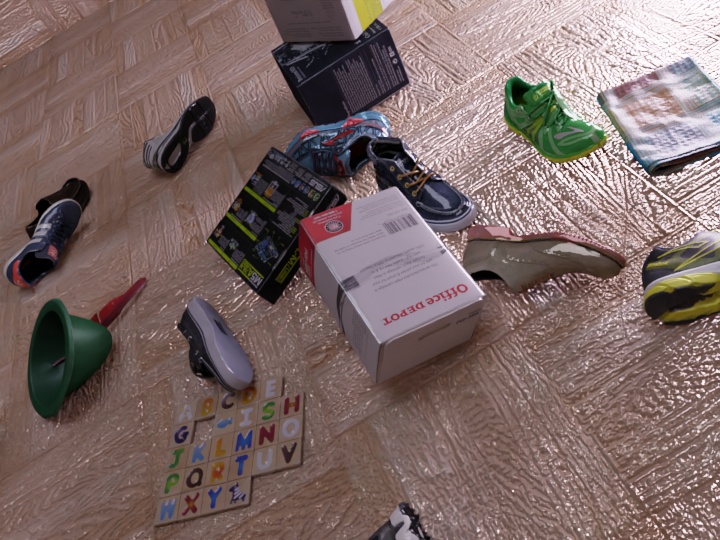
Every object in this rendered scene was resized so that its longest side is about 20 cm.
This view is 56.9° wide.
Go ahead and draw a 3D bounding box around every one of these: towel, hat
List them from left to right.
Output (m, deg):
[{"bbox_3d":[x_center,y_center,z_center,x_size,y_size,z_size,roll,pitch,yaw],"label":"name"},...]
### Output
[{"bbox_3d":[-0.409,0.127,1.056,0.164,0.174,0.205,26,103,42],"label":"hat"},{"bbox_3d":[0.416,-0.211,0.887,0.143,0.022,0.203,-20,42,12],"label":"towel"}]

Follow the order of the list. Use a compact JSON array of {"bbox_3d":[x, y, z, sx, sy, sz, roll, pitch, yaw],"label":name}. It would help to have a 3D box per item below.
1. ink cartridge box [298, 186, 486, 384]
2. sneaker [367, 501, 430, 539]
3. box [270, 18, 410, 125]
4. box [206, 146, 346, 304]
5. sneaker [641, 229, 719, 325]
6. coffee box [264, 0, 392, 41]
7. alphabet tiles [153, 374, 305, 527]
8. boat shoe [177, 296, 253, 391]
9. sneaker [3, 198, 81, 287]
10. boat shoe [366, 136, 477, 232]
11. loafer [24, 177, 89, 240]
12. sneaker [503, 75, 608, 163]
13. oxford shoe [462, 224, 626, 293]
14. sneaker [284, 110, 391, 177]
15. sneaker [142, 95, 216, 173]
[{"bbox_3d":[0.031,0.012,0.787,0.144,0.084,0.201,-20,54,-22],"label":"ink cartridge box"},{"bbox_3d":[0.046,0.307,0.575,0.089,0.067,0.201,-33,37,1],"label":"sneaker"},{"bbox_3d":[-0.041,-0.384,1.253,0.194,0.125,0.201,-33,41,0],"label":"box"},{"bbox_3d":[-0.136,-0.077,1.031,0.199,0.047,0.196,35,92,47],"label":"box"},{"bbox_3d":[0.382,-0.013,0.673,0.195,0.075,0.086,-14,43,18],"label":"sneaker"},{"bbox_3d":[-0.059,-0.555,1.184,0.196,0.202,0.199,15,56,38],"label":"coffee box"},{"bbox_3d":[-0.159,0.217,0.826,0.195,0.008,0.170,-18,43,16],"label":"alphabet tiles"},{"bbox_3d":[-0.211,0.113,0.918,0.067,0.070,0.200,-49,45,4],"label":"boat shoe"},{"bbox_3d":[-0.611,-0.050,1.308,0.083,0.075,0.203,16,69,42],"label":"sneaker"},{"bbox_3d":[0.079,-0.126,0.952,0.071,0.092,0.199,-42,43,-14],"label":"boat shoe"},{"bbox_3d":[-0.640,-0.133,1.403,0.071,0.072,0.203,-11,45,21],"label":"loafer"},{"bbox_3d":[0.262,-0.216,0.936,0.073,0.084,0.200,-35,42,-7],"label":"sneaker"},{"bbox_3d":[0.211,-0.003,0.787,0.196,0.070,0.076,8,74,40],"label":"oxford shoe"},{"bbox_3d":[-0.041,-0.196,1.103,0.196,0.080,0.097,-22,44,11],"label":"sneaker"},{"bbox_3d":[-0.397,-0.295,1.413,0.113,0.076,0.203,9,57,34],"label":"sneaker"}]
